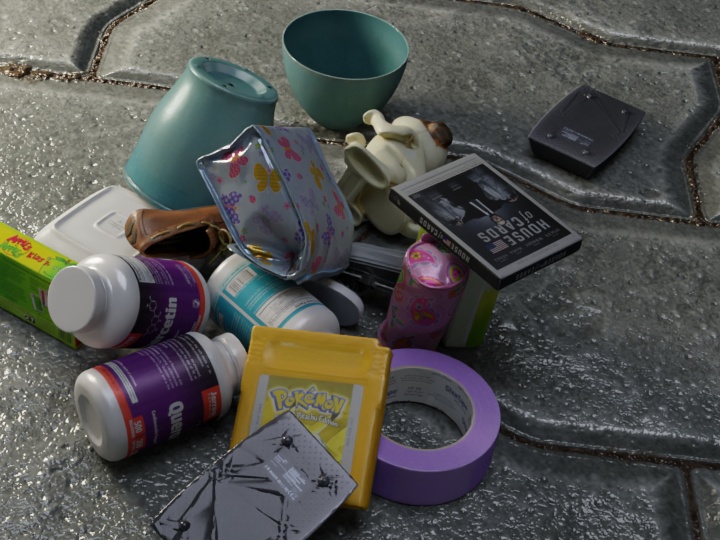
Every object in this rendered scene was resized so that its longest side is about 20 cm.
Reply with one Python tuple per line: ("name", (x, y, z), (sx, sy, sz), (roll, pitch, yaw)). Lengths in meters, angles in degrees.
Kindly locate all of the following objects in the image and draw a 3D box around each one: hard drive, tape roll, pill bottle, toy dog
("hard drive", (0.365, -0.224, 2.164), (0.134, 0.042, 0.200), (28, 45, 20))
("tape roll", (0.068, 0.188, 1.636), (0.199, 0.066, 0.201), (5, 41, -5))
("pill bottle", (-0.103, 0.069, 1.706), (0.111, 0.111, 0.200), (-28, 53, -34))
("pill bottle", (-0.283, 0.039, 1.634), (0.112, 0.113, 0.200), (36, 16, 28))
("toy dog", (0.061, -0.155, 1.969), (0.193, 0.140, 0.200), (31, 45, 6))
("pill bottle", (-0.233, 0.144, 1.599), (0.199, 0.113, 0.112), (-21, 49, -28))
("hard drive", (-0.115, 0.264, 1.478), (0.200, 0.042, 0.135), (-38, 66, -18))

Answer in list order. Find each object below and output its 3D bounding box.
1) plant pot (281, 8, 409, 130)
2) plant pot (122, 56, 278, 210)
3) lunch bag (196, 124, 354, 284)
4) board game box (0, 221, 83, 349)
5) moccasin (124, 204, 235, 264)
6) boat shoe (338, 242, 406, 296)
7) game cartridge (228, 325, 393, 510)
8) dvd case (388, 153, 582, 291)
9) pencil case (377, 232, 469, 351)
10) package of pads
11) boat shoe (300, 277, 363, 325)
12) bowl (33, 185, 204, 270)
("plant pot", (-0.029, -0.304, 2.118), (0.199, 0.135, 0.201), (4, 42, -4))
("plant pot", (-0.207, -0.188, 1.871), (0.199, 0.189, 0.200), (22, 21, -9))
("lunch bag", (-0.100, -0.076, 1.722), (0.201, 0.127, 0.169), (62, 23, 6))
("board game box", (-0.430, 0.011, 1.723), (0.199, 0.102, 0.048), (26, 43, 19))
("moccasin", (-0.211, -0.045, 1.766), (0.201, 0.074, 0.078), (2, 43, -43))
("boat shoe", (0.000, 0.000, 1.828), (0.199, 0.071, 0.072), (12, 8, 39))
("game cartridge", (-0.061, 0.170, 1.565), (0.175, 0.032, 0.201), (5, 73, 13))
("dvd case", (0.154, -0.064, 1.657), (0.150, 0.025, 0.200), (-24, 51, -34))
("pencil case", (0.079, 0.039, 1.701), (0.087, 0.200, 0.088), (5, 54, -8))
("package of pads", (0.131, -0.020, 1.776), (0.068, 0.201, 0.155), (-3, 41, -23))
("boat shoe", (-0.078, 0.013, 1.812), (0.199, 0.070, 0.066), (17, 43, 21))
("bowl", (-0.332, -0.036, 1.815), (0.199, 0.075, 0.200), (28, 44, 23))
